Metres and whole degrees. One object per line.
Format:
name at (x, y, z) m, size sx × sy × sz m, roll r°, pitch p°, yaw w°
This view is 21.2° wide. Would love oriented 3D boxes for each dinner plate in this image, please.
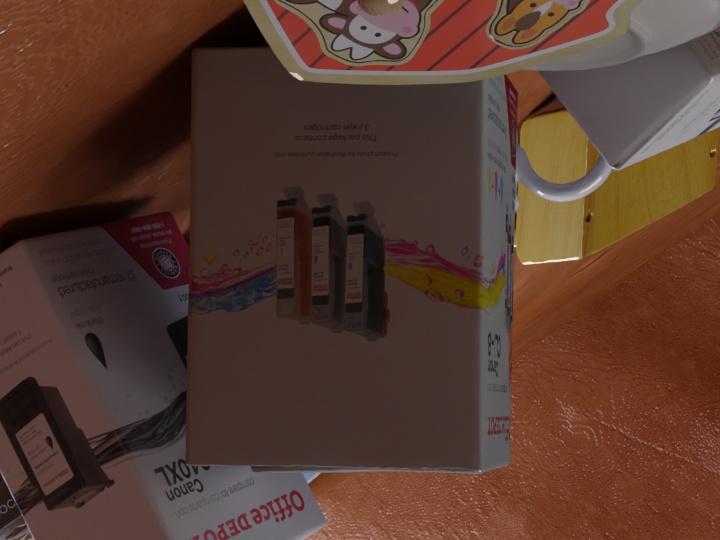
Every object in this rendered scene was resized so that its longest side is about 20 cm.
dinner plate at (0.067, -0.119, 0.883) m, size 0.199 × 0.024 × 0.200 m, roll 6°, pitch 173°, yaw 1°

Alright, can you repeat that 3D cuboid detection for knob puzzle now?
knob puzzle at (0.034, -0.126, 0.766) m, size 0.218 × 0.031 × 0.220 m, roll -3°, pitch 147°, yaw -2°

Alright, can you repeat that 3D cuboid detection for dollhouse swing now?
dollhouse swing at (0.175, -0.107, 1.611) m, size 0.200 × 0.175 × 0.183 m, roll -25°, pitch 125°, yaw -42°

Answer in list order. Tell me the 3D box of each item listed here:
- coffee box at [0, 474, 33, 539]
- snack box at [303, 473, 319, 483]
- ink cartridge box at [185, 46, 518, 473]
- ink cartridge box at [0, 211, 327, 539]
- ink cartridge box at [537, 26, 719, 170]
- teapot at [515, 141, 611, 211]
coffee box at (-0.224, 0.135, 1.288) m, size 0.113 × 0.080 × 0.200 m, roll -35°, pitch 170°, yaw -2°
snack box at (-0.008, 0.059, 1.085) m, size 0.072 × 0.024 × 0.200 m, roll 26°, pitch 121°, yaw -40°
ink cartridge box at (0.000, 0.000, 0.945) m, size 0.144 × 0.201 × 0.145 m, roll 1°, pitch 176°, yaw 10°
ink cartridge box at (-0.120, 0.081, 1.019) m, size 0.083 × 0.201 × 0.145 m, roll -31°, pitch 173°, yaw 27°
ink cartridge box at (0.169, -0.153, 1.065) m, size 0.200 × 0.146 × 0.084 m, roll -24°, pitch 163°, yaw -51°
teapot at (0.024, -0.040, 1.112) m, size 0.197 × 0.146 × 0.200 m, roll -28°, pitch 167°, yaw -38°
